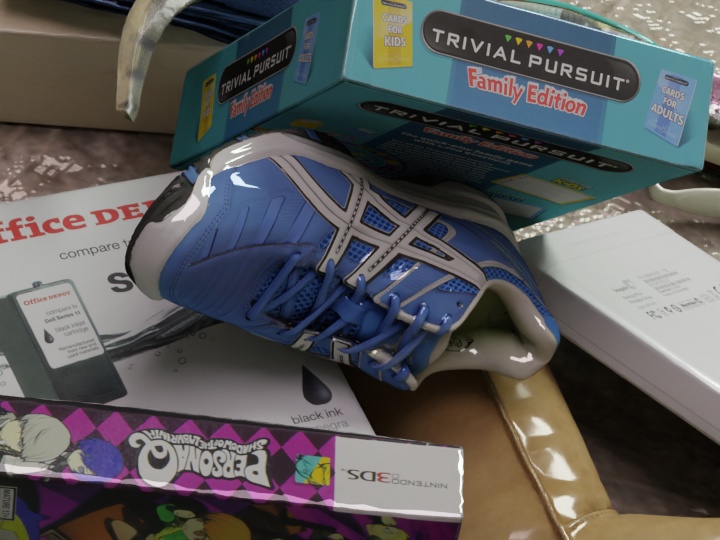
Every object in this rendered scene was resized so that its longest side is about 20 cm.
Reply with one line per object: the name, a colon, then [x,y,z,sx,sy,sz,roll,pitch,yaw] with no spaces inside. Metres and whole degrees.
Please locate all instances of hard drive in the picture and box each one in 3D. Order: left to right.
hard drive: [0.166,0.043,1.116,0.200,0.027,0.132,35,23,23]

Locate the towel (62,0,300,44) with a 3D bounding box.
towel: [-0.054,-0.149,1.185,0.199,0.049,0.112,13,53,1]

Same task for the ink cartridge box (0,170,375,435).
ink cartridge box: [-0.085,0.061,1.046,0.146,0.083,0.200,-12,49,-22]

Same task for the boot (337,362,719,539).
boot: [0.085,0.073,1.081,0.174,0.066,0.200,-9,47,-20]

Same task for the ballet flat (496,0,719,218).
ballet flat: [0.138,-0.067,1.234,0.199,0.069,0.071,21,65,9]

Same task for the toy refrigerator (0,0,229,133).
toy refrigerator: [-0.110,-0.110,1.221,0.199,0.070,0.076,3,53,-7]

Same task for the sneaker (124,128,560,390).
sneaker: [0.000,0.000,1.012,0.199,0.076,0.077,4,37,-42]

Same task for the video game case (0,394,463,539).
video game case: [-0.068,0.123,0.907,0.180,0.201,0.036,6,47,-5]

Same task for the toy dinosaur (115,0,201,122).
toy dinosaur: [-0.067,-0.138,1.109,0.088,0.048,0.200,28,49,22]

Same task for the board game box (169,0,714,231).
board game box: [0.027,-0.062,1.072,0.150,0.200,0.047,13,78,-21]
